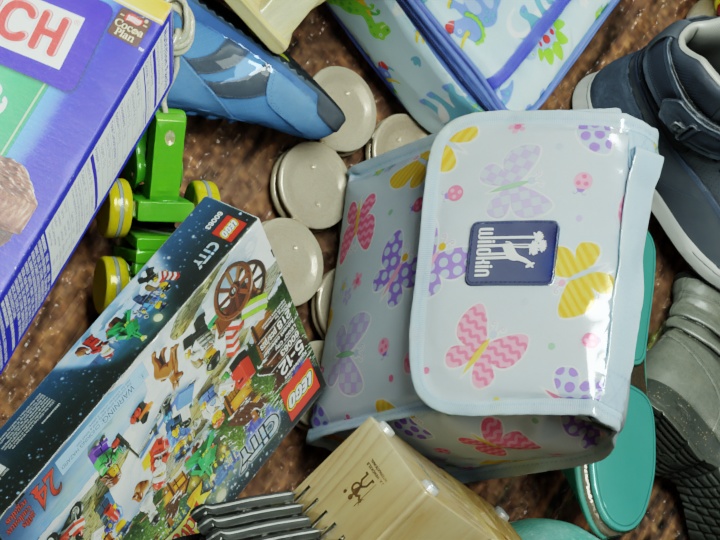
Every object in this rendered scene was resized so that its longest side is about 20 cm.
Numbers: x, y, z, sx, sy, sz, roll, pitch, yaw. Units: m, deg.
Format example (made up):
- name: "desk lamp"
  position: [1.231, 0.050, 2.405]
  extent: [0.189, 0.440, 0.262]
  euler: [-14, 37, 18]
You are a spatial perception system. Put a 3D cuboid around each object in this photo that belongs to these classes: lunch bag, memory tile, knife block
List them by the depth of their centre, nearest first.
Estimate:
- name: "knife block"
  position: [-0.015, 0.171, 1.038]
  extent: [0.176, 0.064, 0.200]
  euler: [-45, 135, 7]
- name: "lunch bag"
  position: [0.070, 0.012, 1.067]
  extent: [0.126, 0.199, 0.171]
  euler: [21, 69, -32]
- name: "memory tile"
  position: [0.000, 0.000, 1.154]
  extent: [0.153, 0.017, 0.201]
  euler: [33, 64, -27]
- name: "lunch bag"
  position: [0.078, -0.185, 1.196]
  extent: [0.161, 0.082, 0.200]
  euler: [52, 54, -17]

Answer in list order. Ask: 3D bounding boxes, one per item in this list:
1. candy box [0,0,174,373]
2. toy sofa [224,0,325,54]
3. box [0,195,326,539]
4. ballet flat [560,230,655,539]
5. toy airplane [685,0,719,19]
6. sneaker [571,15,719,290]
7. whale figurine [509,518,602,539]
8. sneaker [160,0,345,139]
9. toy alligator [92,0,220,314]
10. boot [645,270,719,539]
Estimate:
- name: "candy box"
  position: [-0.202, -0.067, 0.943]
  extent: [0.168, 0.077, 0.201]
  euler: [25, 63, 4]
- name: "toy sofa"
  position: [0.009, -0.207, 1.034]
  extent: [0.083, 0.199, 0.098]
  euler: [44, 35, -29]
- name: "box"
  position: [-0.104, 0.081, 1.001]
  extent: [0.200, 0.037, 0.137]
  euler: [-51, 144, -24]
- name: "ballet flat"
  position: [0.137, 0.067, 1.204]
  extent: [0.067, 0.070, 0.202]
  euler: [24, 61, -37]
- name: "toy airplane"
  position: [0.261, -0.199, 1.317]
  extent: [0.198, 0.141, 0.201]
  euler: [7, 42, -45]
- name: "sneaker"
  position: [0.239, -0.067, 1.232]
  extent: [0.202, 0.146, 0.077]
  euler: [43, 55, -9]
- name: "whale figurine"
  position: [0.118, 0.239, 1.143]
  extent: [0.158, 0.103, 0.202]
  euler: [-19, 90, -36]
- name: "sneaker"
  position: [-0.098, -0.110, 1.080]
  extent: [0.199, 0.066, 0.079]
  euler: [29, 99, -32]
- name: "toy alligator"
  position: [-0.107, -0.040, 1.048]
  extent: [0.059, 0.054, 0.202]
  euler: [1, 95, -23]
- name: "boot"
  position: [0.245, 0.105, 1.286]
  extent: [0.201, 0.067, 0.131]
  euler: [53, 52, -19]
